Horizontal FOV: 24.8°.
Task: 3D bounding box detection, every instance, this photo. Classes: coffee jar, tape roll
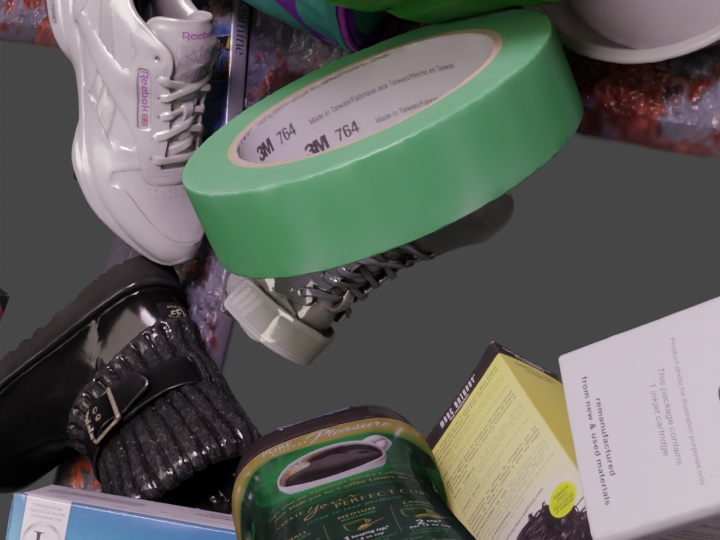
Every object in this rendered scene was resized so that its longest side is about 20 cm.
[{"bbox_3d":[0.000,0.129,0.725,0.200,0.103,0.086,-120,15,-73],"label":"coffee jar"},{"bbox_3d":[0.010,-0.066,0.814,0.199,0.200,0.048,-8,116,38],"label":"tape roll"}]

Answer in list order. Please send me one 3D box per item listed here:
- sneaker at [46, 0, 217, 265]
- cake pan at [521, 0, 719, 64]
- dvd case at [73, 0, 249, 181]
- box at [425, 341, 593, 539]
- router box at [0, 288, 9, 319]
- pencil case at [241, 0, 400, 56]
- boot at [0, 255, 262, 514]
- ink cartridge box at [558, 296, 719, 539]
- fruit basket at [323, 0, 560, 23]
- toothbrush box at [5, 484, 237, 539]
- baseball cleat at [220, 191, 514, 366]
[{"bbox_3d":[-0.124,-0.101,0.962,0.099,0.075,0.202,-6,102,40],"label":"sneaker"},{"bbox_3d":[0.157,-0.198,0.814,0.199,0.037,0.203,-9,76,38],"label":"cake pan"},{"bbox_3d":[-0.126,-0.161,1.056,0.142,0.017,0.202,-4,80,40],"label":"dvd case"},{"bbox_3d":[0.092,0.119,0.751,0.076,0.050,0.200,-57,29,15],"label":"box"},{"bbox_3d":[-0.350,0.044,1.171,0.199,0.062,0.151,30,100,39],"label":"router box"},{"bbox_3d":[-0.056,-0.199,0.946,0.199,0.085,0.093,30,143,31],"label":"pencil case"},{"bbox_3d":[-0.158,0.110,0.988,0.211,0.079,0.159,-44,57,24],"label":"boot"},{"bbox_3d":[0.204,0.052,0.654,0.199,0.145,0.084,-24,64,33],"label":"ink cartridge box"},{"bbox_3d":[0.025,-0.196,0.765,0.214,0.215,0.157,-17,71,36],"label":"fruit basket"},{"bbox_3d":[-0.120,0.225,0.859,0.145,0.085,0.202,8,85,4],"label":"toothbrush box"},{"bbox_3d":[0.000,0.000,0.882,0.199,0.069,0.107,-8,62,49],"label":"baseball cleat"}]
